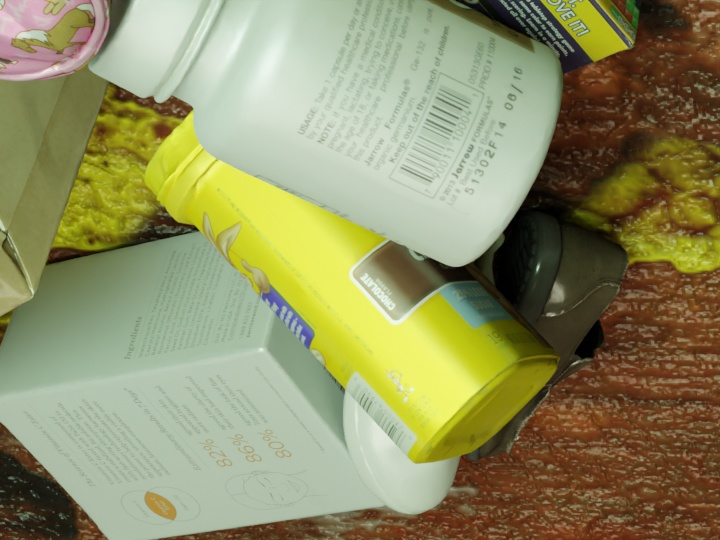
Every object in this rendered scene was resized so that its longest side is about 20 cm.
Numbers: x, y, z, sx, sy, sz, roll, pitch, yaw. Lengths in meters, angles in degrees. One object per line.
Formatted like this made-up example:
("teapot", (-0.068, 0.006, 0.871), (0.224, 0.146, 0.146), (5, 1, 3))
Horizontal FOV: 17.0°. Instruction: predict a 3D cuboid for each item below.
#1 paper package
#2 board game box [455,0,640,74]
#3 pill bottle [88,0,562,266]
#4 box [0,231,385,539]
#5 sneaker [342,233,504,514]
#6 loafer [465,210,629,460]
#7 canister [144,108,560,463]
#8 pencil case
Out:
("paper package", (-0.243, -0.043, 1.269), (0.103, 0.191, 0.200), (37, 135, -28))
("board game box", (0.013, -0.160, 1.159), (0.165, 0.057, 0.200), (-21, 130, 33))
("pill bottle", (-0.017, -0.091, 1.116), (0.200, 0.114, 0.114), (24, 140, -14))
("box", (-0.093, 0.067, 1.425), (0.200, 0.106, 0.152), (-10, 135, 28))
("sneaker", (0.045, 0.055, 1.329), (0.088, 0.075, 0.200), (26, 125, 41))
("loafer", (0.103, 0.047, 1.371), (0.071, 0.073, 0.200), (8, 144, -9))
("canister", (0.000, 0.000, 1.224), (0.087, 0.149, 0.200), (-45, 78, 11))
("pencil case", (-0.147, -0.180, 1.070), (0.083, 0.200, 0.087), (0, 141, 0))
